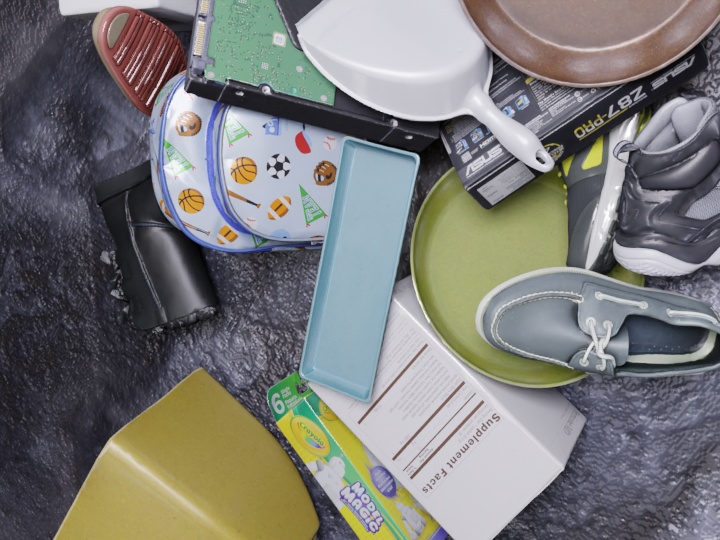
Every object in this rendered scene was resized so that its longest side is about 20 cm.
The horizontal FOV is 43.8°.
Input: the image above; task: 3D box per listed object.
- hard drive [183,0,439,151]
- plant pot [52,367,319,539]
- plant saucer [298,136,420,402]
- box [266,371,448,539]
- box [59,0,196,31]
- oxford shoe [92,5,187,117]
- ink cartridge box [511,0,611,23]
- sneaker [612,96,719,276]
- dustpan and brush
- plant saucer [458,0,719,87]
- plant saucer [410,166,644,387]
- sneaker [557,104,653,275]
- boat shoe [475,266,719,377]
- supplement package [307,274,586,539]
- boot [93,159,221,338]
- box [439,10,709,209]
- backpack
[{"bbox_3d":[-0.030,-0.181,0.692,0.197,0.038,0.142,10,73,-20],"label":"hard drive"},{"bbox_3d":[-0.156,0.253,0.863,0.199,0.195,0.196,34,109,4],"label":"plant pot"},{"bbox_3d":[0.000,0.000,0.716,0.069,0.019,0.204,17,103,25],"label":"plant saucer"},{"bbox_3d":[0.006,0.166,0.815,0.048,0.117,0.201,-44,81,28],"label":"box"},{"bbox_3d":[-0.187,-0.327,0.803,0.104,0.152,0.204,2,98,21],"label":"box"},{"bbox_3d":[-0.195,-0.176,0.808,0.074,0.200,0.071,26,80,20],"label":"oxford shoe"},{"bbox_3d":[0.154,-0.292,0.654,0.115,0.067,0.203,14,70,5],"label":"ink cartridge box"},{"bbox_3d":[0.276,-0.074,0.653,0.197,0.076,0.116,-16,113,-5],"label":"sneaker"},{"bbox_3d":[0.066,-0.145,0.658,0.199,0.057,0.139,40,70,19],"label":"dustpan and brush"},{"bbox_3d":[0.157,-0.225,0.596,0.196,0.035,0.203,7,123,11],"label":"plant saucer"},{"bbox_3d":[0.135,-0.003,0.739,0.196,0.031,0.204,2,75,-7],"label":"plant saucer"},{"bbox_3d":[0.187,-0.092,0.729,0.083,0.074,0.204,9,82,31],"label":"sneaker"},{"bbox_3d":[0.186,0.044,0.673,0.196,0.062,0.074,5,106,-11],"label":"boat shoe"},{"bbox_3d":[0.078,0.114,0.776,0.200,0.121,0.120,44,113,10],"label":"supplement package"},{"bbox_3d":[-0.177,-0.030,0.886,0.196,0.073,0.165,-18,88,30],"label":"boot"},{"bbox_3d":[0.144,-0.168,0.706,0.199,0.049,0.163,-34,56,19],"label":"box"},{"bbox_3d":[-0.084,-0.097,0.768,0.187,0.154,0.204,-6,96,-14],"label":"backpack"}]
